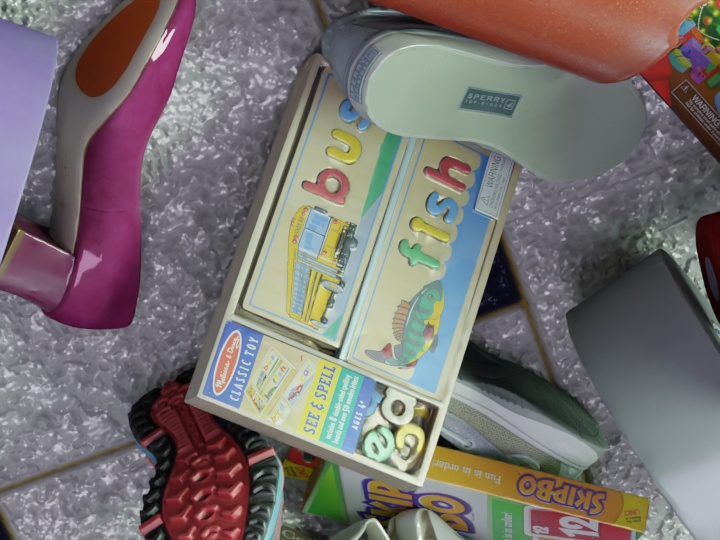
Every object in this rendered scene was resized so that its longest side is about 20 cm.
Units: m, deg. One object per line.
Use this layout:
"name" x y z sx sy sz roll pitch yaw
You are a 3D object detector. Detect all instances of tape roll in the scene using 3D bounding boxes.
"tape roll" -0.220 -0.034 1.073 0.085 0.200 0.201 18 111 -13
"tape roll" 0.192 0.088 1.171 0.066 0.200 0.200 -36 113 11

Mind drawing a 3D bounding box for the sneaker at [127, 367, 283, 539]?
"sneaker" -0.066 0.128 1.164 0.079 0.200 0.096 -28 116 4

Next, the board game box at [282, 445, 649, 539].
"board game box" 0.054 0.131 1.234 0.199 0.030 0.096 17 152 -4

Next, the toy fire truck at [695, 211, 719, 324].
"toy fire truck" 0.229 -0.038 1.074 0.112 0.200 0.169 -13 117 -1

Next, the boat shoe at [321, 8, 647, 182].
"boat shoe" 0.066 -0.100 1.140 0.200 0.072 0.070 10 118 -39

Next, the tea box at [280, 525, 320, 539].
"tea box" -0.014 0.265 1.231 0.199 0.197 0.134 23 111 -16

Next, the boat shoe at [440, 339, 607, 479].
"boat shoe" 0.046 0.072 1.221 0.202 0.075 0.065 28 111 -26

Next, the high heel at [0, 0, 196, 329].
"high heel" -0.121 -0.061 1.160 0.096 0.067 0.200 22 112 -38

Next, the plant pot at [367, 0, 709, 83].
"plant pot" 0.069 -0.193 1.045 0.195 0.201 0.201 22 110 -23

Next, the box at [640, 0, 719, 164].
"box" 0.235 -0.115 1.172 0.137 0.039 0.200 -41 112 12

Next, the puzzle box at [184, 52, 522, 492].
"puzzle box" 0.000 0.000 1.145 0.133 0.025 0.201 22 73 -15

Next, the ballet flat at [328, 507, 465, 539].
"ballet flat" 0.019 0.170 1.193 0.068 0.200 0.073 -20 81 40
